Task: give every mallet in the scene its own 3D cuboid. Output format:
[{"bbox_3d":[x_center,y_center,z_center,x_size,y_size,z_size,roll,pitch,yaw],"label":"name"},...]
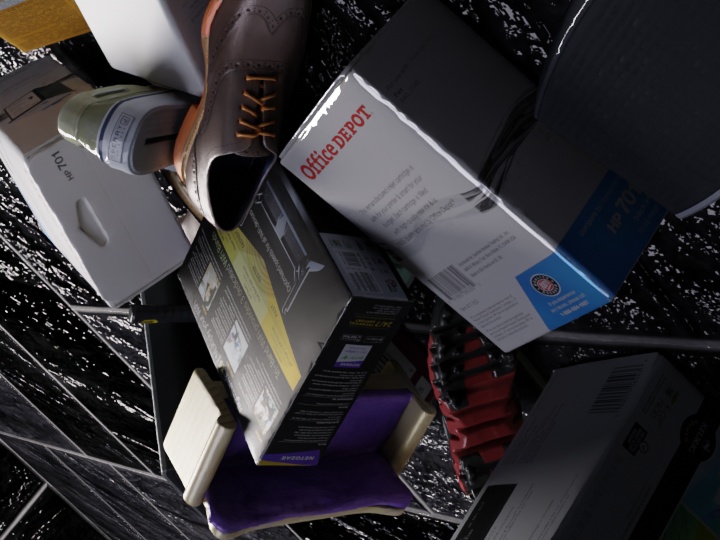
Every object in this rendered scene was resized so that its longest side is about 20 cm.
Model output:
[{"bbox_3d":[-0.086,0.031,1.034,0.199,0.041,0.066,2,162,-28],"label":"mallet"}]

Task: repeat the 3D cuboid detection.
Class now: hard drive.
[{"bbox_3d":[0.161,-0.103,0.620,0.135,0.042,0.200,36,156,4],"label":"hard drive"},{"bbox_3d":[-0.141,0.103,1.075,0.033,0.201,0.140,-17,146,6],"label":"hard drive"}]

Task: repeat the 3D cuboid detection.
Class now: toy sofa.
[{"bbox_3d":[-0.039,0.131,0.965,0.098,0.199,0.083,54,130,39],"label":"toy sofa"}]

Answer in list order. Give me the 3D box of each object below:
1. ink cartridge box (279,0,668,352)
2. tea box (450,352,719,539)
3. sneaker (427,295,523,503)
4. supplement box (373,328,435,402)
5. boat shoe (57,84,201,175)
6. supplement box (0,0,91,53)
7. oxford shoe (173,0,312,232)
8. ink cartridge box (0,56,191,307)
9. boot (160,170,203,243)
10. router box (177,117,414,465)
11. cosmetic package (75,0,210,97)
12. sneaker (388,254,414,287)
[{"bbox_3d":[0.065,-0.054,0.783,0.200,0.086,0.146,41,155,-5],"label":"ink cartridge box"},{"bbox_3d":[0.195,0.202,0.916,0.197,0.200,0.133,43,155,-15],"label":"tea box"},{"bbox_3d":[0.090,0.087,1.003,0.098,0.070,0.201,-105,1,-64],"label":"sneaker"},{"bbox_3d":[-0.041,0.113,1.166,0.103,0.131,0.200,47,155,-24],"label":"supplement box"},{"bbox_3d":[-0.142,-0.108,0.903,0.062,0.072,0.200,25,-169,12],"label":"boat shoe"},{"bbox_3d":[-0.236,-0.201,0.854,0.200,0.068,0.067,12,-124,-88],"label":"supplement box"},{"bbox_3d":[-0.065,-0.113,0.807,0.073,0.071,0.201,-116,34,-40],"label":"oxford shoe"},{"bbox_3d":[-0.233,-0.078,1.042,0.200,0.086,0.147,33,152,55],"label":"ink cartridge box"},{"bbox_3d":[-0.132,-0.043,1.082,0.200,0.073,0.166,44,152,-24],"label":"boot"},{"bbox_3d":[-0.054,0.011,0.893,0.158,0.052,0.200,-60,41,31],"label":"router box"},{"bbox_3d":[-0.145,-0.212,0.811,0.101,0.074,0.200,22,154,31],"label":"cosmetic package"},{"bbox_3d":[0.000,0.000,0.928,0.074,0.118,0.201,33,154,13],"label":"sneaker"}]
